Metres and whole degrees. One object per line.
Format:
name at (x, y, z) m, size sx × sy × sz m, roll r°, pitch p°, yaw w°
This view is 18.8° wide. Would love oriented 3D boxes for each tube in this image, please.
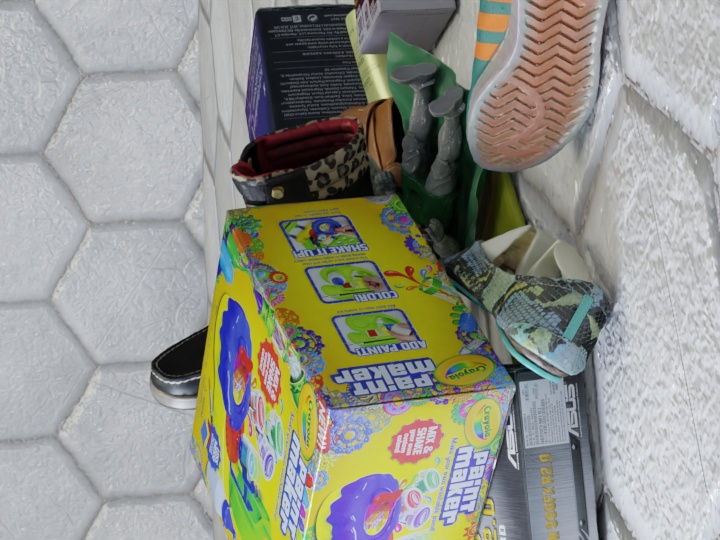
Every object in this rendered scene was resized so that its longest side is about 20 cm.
tube at (0.035, -0.110, 1.670) m, size 0.058 × 0.052 × 0.201 m, roll 18°, pitch -126°, yaw -64°

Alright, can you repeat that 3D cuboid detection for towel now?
towel at (0.093, -0.019, 1.449) m, size 0.200 × 0.018 × 0.086 m, roll -105°, pitch 14°, yaw -47°

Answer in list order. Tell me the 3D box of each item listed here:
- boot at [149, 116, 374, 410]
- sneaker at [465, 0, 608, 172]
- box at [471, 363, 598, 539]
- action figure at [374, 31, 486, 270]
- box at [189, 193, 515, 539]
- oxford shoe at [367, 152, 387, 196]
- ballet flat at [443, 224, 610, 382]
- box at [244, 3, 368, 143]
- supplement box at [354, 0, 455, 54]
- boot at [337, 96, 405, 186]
boot at (-0.063, -0.005, 1.449) m, size 0.073 × 0.199 × 0.151 m, roll 42°, pitch 149°, yaw 51°
sneaker at (0.100, -0.145, 1.226) m, size 0.200 × 0.071 × 0.080 m, roll 104°, pitch 165°, yaw -46°
box at (0.090, 0.157, 1.333) m, size 0.158 × 0.048 × 0.201 m, roll 175°, pitch 90°, yaw -67°
action figure at (0.048, -0.050, 1.474) m, size 0.118 × 0.055 × 0.201 m, roll 46°, pitch 150°, yaw 37°
box at (-0.011, 0.092, 1.345) m, size 0.193 × 0.121 × 0.201 m, roll -121°, pitch 33°, yaw -46°
oxford shoe at (0.000, 0.000, 1.561) m, size 0.058 × 0.075 × 0.201 m, roll -132°, pitch 22°, yaw -66°
ballet flat at (0.103, 0.010, 1.294) m, size 0.200 × 0.074 × 0.075 m, roll -132°, pitch 39°, yaw -69°
box at (-0.037, -0.113, 1.923) m, size 0.148 × 0.104 × 0.201 m, roll 100°, pitch 163°, yaw -54°
supplement box at (0.025, -0.273, 1.625) m, size 0.109 × 0.061 × 0.201 m, roll 125°, pitch 141°, yaw -76°
boot at (0.037, -0.030, 1.604) m, size 0.155 × 0.076 × 0.201 m, roll -27°, pitch 82°, yaw 61°
